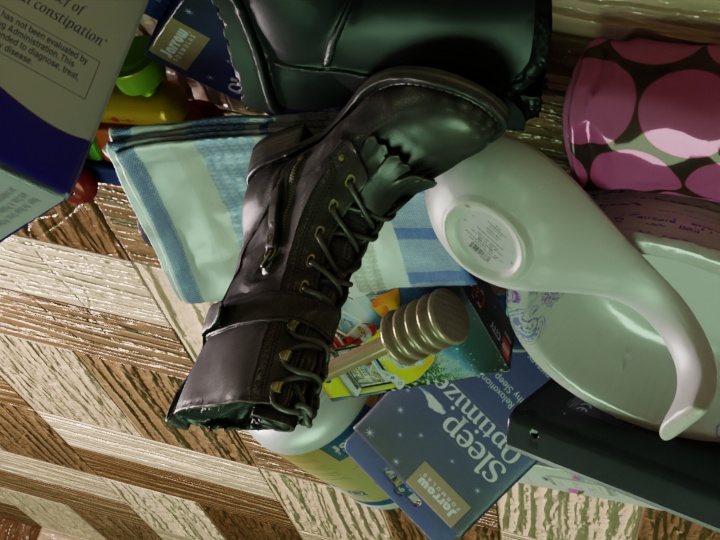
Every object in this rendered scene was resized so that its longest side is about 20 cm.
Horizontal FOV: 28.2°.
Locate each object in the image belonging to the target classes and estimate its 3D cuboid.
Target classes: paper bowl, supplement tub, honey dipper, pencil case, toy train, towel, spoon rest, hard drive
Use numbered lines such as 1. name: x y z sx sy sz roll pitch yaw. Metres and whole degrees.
1. paper bowl: 0.197 0.008 0.869 0.200 0.105 0.201 18 148 12
2. supplement tub: -0.016 0.112 1.257 0.144 0.145 0.200 -3 151 41
3. honey dipper: -0.015 0.063 0.942 0.200 0.038 0.038 -27 134 37
4. pencil case: 0.207 -0.065 0.739 0.199 0.091 0.094 13 155 19
5. toy train: -0.125 -0.103 0.927 0.199 0.085 0.116 7 143 23
6. towel: -0.040 -0.034 0.856 0.199 0.024 0.147 -3 135 16
7. spoon rest: 0.116 0.001 0.782 0.200 0.061 0.099 44 142 4
8. hard drive: 0.217 0.113 0.947 0.200 0.139 0.033 19 118 30

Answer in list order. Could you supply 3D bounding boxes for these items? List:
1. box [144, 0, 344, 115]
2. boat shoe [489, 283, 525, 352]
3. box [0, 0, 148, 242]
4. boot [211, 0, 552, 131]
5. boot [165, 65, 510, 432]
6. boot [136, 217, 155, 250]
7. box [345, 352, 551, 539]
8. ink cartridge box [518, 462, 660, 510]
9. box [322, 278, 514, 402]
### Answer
1. box: -0.049 -0.132 0.848 0.200 0.032 0.121 25 157 -15
2. boat shoe: 0.064 0.021 1.031 0.199 0.072 0.072 3 118 1
3. box: -0.191 -0.124 0.744 0.105 0.200 0.184 27 157 -25
4. boot: 0.012 -0.148 0.707 0.168 0.077 0.200 3 145 12
5. boot: -0.013 0.001 0.721 0.069 0.174 0.200 32 147 -30
6. boot: -0.028 -0.036 0.977 0.200 0.066 0.165 4 -178 40
7. box: 0.081 0.119 1.113 0.121 0.200 0.032 45 -155 9
8. ink cartridge box: 0.197 0.120 1.153 0.199 0.117 0.068 8 157 21
9. box: 0.000 0.000 0.926 0.136 0.038 0.200 -12 131 24
